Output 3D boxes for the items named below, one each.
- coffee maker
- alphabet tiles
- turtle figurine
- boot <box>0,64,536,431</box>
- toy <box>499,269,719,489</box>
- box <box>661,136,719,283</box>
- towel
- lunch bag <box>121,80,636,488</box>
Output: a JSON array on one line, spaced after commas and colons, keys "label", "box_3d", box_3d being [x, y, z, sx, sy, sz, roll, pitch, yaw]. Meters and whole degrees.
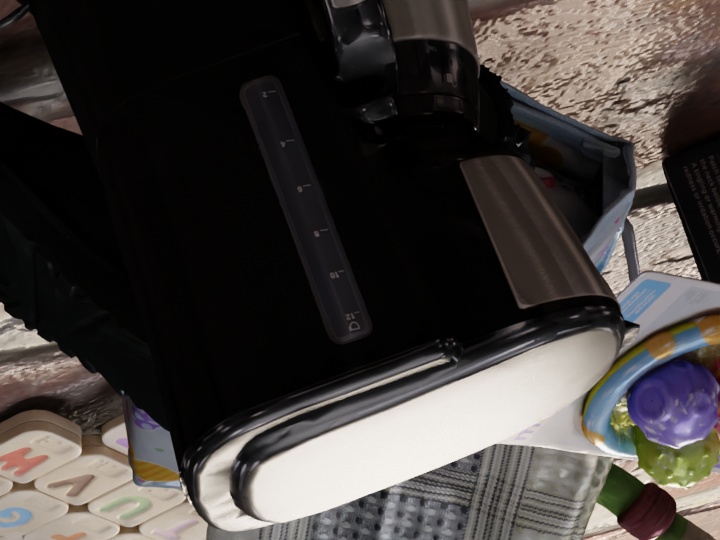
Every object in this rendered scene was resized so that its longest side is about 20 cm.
[{"label": "coffee maker", "box_3d": [-0.039, -0.029, 0.676, 0.191, 0.201, 0.135, -26, 159, 17]}, {"label": "alphabet tiles", "box_3d": [-0.136, 0.127, 1.191, 0.195, 0.015, 0.200, -27, 143, 28]}, {"label": "turtle figurine", "box_3d": [0.108, 0.112, 1.186, 0.144, 0.194, 0.200, -42, -179, -35]}, {"label": "boot", "box_3d": [-0.049, -0.038, 0.778, 0.162, 0.198, 0.074, -45, 160, -25]}, {"label": "toy", "box_3d": [0.158, 0.062, 0.991, 0.199, 0.047, 0.115, 8, 134, -46]}, {"label": "box", "box_3d": [0.272, -0.011, 1.144, 0.195, 0.125, 0.200, -21, 160, 7]}, {"label": "towel", "box_3d": [0.020, 0.108, 1.116, 0.191, 0.035, 0.201, 16, 130, 4]}, {"label": "lunch bag", "box_3d": [0.000, 0.000, 0.913, 0.198, 0.128, 0.170, -5, 156, -11]}]
